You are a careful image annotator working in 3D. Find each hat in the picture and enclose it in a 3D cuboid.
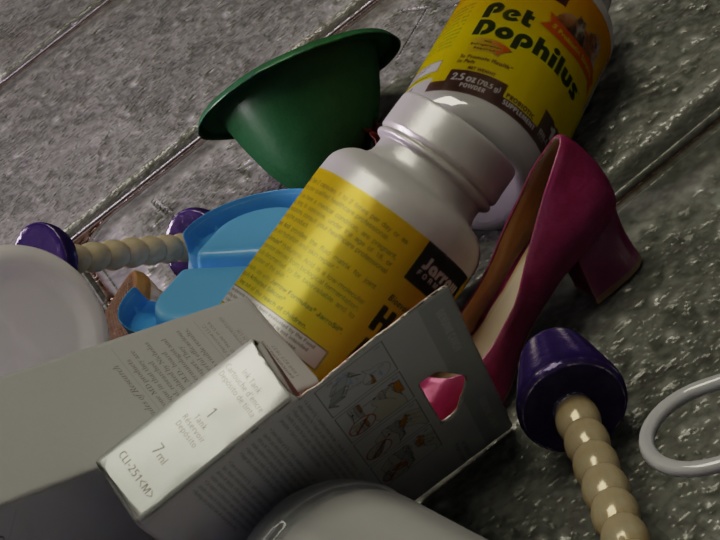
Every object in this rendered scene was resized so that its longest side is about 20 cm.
[{"bbox_3d":[-0.013,-0.063,1.207,0.165,0.177,0.200,-28,-8,17],"label":"hat"}]

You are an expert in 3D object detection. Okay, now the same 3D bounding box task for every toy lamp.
[{"bbox_3d":[-0.151,-0.014,1.139,0.058,0.059,0.199,-12,-4,35],"label":"toy lamp"},{"bbox_3d":[0.114,0.095,0.781,0.058,0.058,0.200,-31,31,8],"label":"toy lamp"}]

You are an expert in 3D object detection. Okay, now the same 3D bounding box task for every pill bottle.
[{"bbox_3d":[0.000,0.000,0.958,0.201,0.111,0.111,-55,31,-4],"label":"pill bottle"},{"bbox_3d":[-0.245,0.060,1.023,0.200,0.116,0.116,-22,28,54],"label":"pill bottle"},{"bbox_3d":[0.099,-0.129,1.085,0.109,0.109,0.201,-9,39,39],"label":"pill bottle"}]

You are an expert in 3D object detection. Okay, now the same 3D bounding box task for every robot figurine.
[{"bbox_3d":[0.012,0.162,0.743,0.169,0.114,0.200,-8,14,-31],"label":"robot figurine"}]

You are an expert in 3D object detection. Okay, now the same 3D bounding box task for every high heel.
[{"bbox_3d":[0.066,0.017,0.919,0.200,0.096,0.067,-38,29,-3],"label":"high heel"}]

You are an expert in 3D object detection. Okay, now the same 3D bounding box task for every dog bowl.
[{"bbox_3d":[-0.079,0.012,1.085,0.111,0.050,0.200,-2,27,24],"label":"dog bowl"}]

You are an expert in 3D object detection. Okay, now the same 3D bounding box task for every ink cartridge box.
[{"bbox_3d":[-0.018,0.085,0.816,0.173,0.200,0.044,-38,63,-5],"label":"ink cartridge box"}]

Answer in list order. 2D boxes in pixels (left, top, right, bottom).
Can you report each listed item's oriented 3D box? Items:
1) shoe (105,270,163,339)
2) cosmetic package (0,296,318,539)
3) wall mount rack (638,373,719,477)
[{"bbox_3d":[-0.151,0.063,1.140,0.070,0.053,0.200,-51,22,14],"label":"shoe"},{"bbox_3d":[-0.126,0.094,0.820,0.199,0.102,0.071,-18,54,-39],"label":"cosmetic package"},{"bbox_3d":[0.220,0.084,0.677,0.199,0.075,0.174,-19,29,19],"label":"wall mount rack"}]
